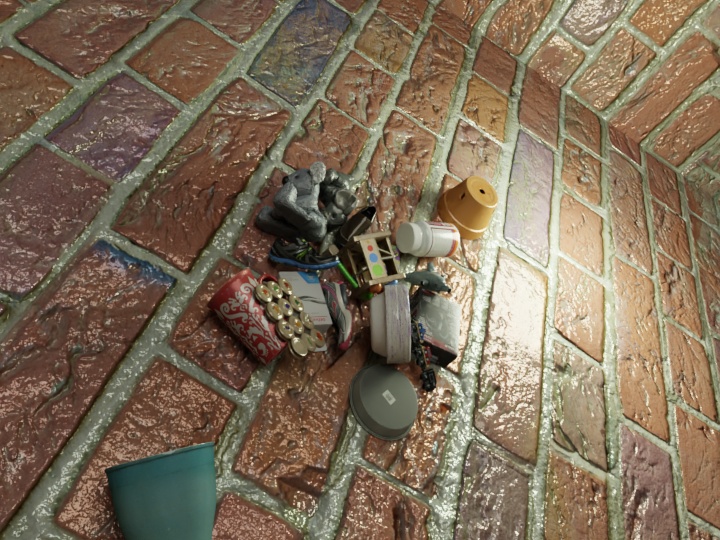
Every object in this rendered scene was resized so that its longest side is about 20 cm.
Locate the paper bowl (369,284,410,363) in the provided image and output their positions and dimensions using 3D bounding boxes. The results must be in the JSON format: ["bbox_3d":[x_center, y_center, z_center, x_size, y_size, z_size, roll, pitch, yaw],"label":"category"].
[{"bbox_3d":[0.076,0.141,1.596,0.101,0.203,0.205,-3,53,1],"label":"paper bowl"}]

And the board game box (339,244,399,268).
[{"bbox_3d":[0.028,-0.049,1.821,0.196,0.032,0.122,19,52,-20],"label":"board game box"}]

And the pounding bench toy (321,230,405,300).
[{"bbox_3d":[0.000,0.000,1.680,0.196,0.124,0.160,-12,76,-30],"label":"pounding bench toy"}]

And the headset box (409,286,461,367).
[{"bbox_3d":[0.205,0.168,1.734,0.146,0.078,0.203,24,48,-14],"label":"headset box"}]

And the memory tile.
[{"bbox_3d":[-0.165,0.109,1.446,0.202,0.017,0.153,57,24,9],"label":"memory tile"}]

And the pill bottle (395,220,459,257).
[{"bbox_3d":[0.210,-0.098,1.907,0.196,0.110,0.112,1,56,-38],"label":"pill bottle"}]

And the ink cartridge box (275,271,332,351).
[{"bbox_3d":[-0.146,0.105,1.564,0.113,0.067,0.204,-1,57,-34],"label":"ink cartridge box"}]

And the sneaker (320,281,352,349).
[{"bbox_3d":[-0.067,0.121,1.604,0.073,0.082,0.203,-2,49,-16],"label":"sneaker"}]

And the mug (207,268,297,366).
[{"bbox_3d":[-0.237,0.102,1.454,0.177,0.134,0.201,-40,86,-15],"label":"mug"}]

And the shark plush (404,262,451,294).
[{"bbox_3d":[0.202,0.046,1.779,0.081,0.093,0.200,4,22,-27],"label":"shark plush"}]

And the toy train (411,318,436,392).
[{"bbox_3d":[0.169,0.226,1.631,0.045,0.034,0.205,-16,97,-14],"label":"toy train"}]

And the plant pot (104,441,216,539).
[{"bbox_3d":[-0.349,0.433,1.110,0.196,0.199,0.193,-5,74,-35],"label":"plant pot"}]

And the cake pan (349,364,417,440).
[{"bbox_3d":[0.066,0.328,1.551,0.196,0.037,0.204,17,50,-21],"label":"cake pan"}]

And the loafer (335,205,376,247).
[{"bbox_3d":[-0.010,-0.137,1.797,0.072,0.072,0.201,36,44,-2],"label":"loafer"}]

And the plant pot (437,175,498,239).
[{"bbox_3d":[0.384,-0.231,2.111,0.196,0.141,0.204,17,48,-20],"label":"plant pot"}]

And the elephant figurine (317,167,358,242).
[{"bbox_3d":[-0.075,-0.188,1.812,0.141,0.152,0.204,39,31,-72],"label":"elephant figurine"}]

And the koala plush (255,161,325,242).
[{"bbox_3d":[-0.168,-0.200,1.704,0.181,0.176,0.204,27,55,-23],"label":"koala plush"}]

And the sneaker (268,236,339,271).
[{"bbox_3d":[-0.149,-0.046,1.617,0.194,0.071,0.085,11,87,14],"label":"sneaker"}]
